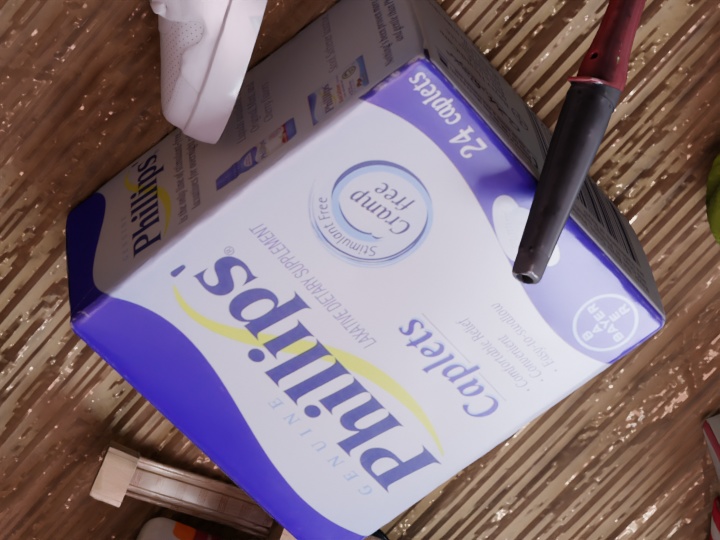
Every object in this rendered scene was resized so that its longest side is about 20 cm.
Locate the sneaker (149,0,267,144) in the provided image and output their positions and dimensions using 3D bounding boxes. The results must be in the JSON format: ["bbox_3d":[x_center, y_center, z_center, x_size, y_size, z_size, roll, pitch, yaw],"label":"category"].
[{"bbox_3d":[-0.089,-0.156,1.078,0.115,0.074,0.200,8,110,-11],"label":"sneaker"}]

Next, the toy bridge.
[{"bbox_3d":[-0.033,0.127,1.250,0.200,0.067,0.027,20,90,-6],"label":"toy bridge"}]

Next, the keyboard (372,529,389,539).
[{"bbox_3d":[-0.047,0.217,1.323,0.200,0.040,0.104,-32,119,13],"label":"keyboard"}]

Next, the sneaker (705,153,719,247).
[{"bbox_3d":[0.223,-0.092,1.163,0.105,0.076,0.200,-2,129,-20],"label":"sneaker"}]

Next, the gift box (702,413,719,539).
[{"bbox_3d":[0.274,0.168,1.253,0.186,0.185,0.200,-19,115,2],"label":"gift box"}]

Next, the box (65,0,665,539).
[{"bbox_3d":[0.000,0.000,1.160,0.200,0.105,0.184,-37,118,15],"label":"box"}]

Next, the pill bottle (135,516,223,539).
[{"bbox_3d":[-0.031,0.204,1.251,0.200,0.110,0.110,23,116,-3],"label":"pill bottle"}]

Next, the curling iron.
[{"bbox_3d":[0.105,-0.084,1.098,0.026,0.050,0.200,33,71,-16],"label":"curling iron"}]
